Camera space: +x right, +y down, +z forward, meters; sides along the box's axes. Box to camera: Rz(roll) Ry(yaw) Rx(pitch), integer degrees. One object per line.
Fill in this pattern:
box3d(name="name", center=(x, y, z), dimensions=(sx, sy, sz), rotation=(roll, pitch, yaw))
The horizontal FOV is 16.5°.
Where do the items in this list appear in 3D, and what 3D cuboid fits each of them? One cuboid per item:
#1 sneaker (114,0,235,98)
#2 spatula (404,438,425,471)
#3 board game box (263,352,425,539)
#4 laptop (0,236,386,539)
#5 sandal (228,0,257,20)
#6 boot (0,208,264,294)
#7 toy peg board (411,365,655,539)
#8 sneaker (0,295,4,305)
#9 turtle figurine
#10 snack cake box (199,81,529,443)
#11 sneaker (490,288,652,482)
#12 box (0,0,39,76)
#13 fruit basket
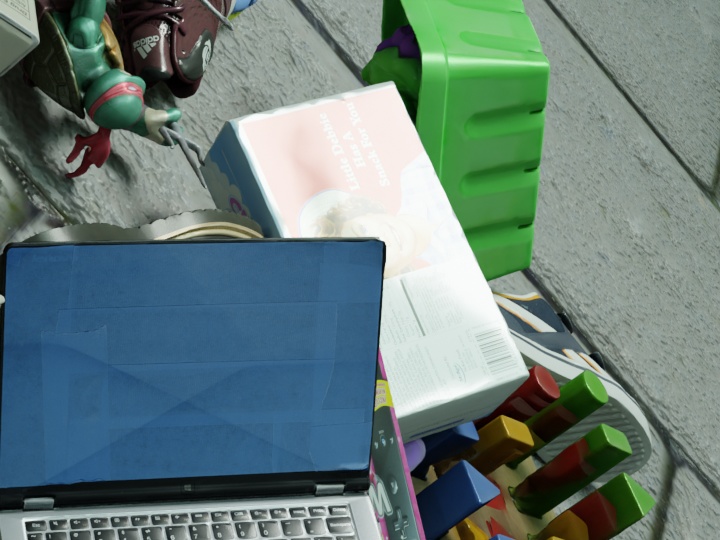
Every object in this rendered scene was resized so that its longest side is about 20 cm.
box3d(name="sneaker", center=(-0.126, -0.178, 1.506), dimensions=(0.200, 0.076, 0.116), rotation=(60, 31, -53))
box3d(name="spatula", center=(-0.044, 0.050, 1.448), dimensions=(0.200, 0.021, 0.057), rotation=(45, 61, 5))
box3d(name="board game box", center=(-0.035, 0.095, 1.295), dimensions=(0.148, 0.064, 0.200), rotation=(-10, 87, -64))
box3d(name="laptop", center=(-0.067, 0.098, 1.142), dimensions=(0.187, 0.116, 0.200), rotation=(-1, 50, -18))
box3d(name="sandal", center=(-0.118, -0.222, 1.628), dimensions=(0.200, 0.087, 0.080), rotation=(15, 42, -57))
box3d(name="boot", center=(-0.103, 0.046, 1.321), dimensions=(0.200, 0.077, 0.138), rotation=(-11, 71, -52))
box3d(name="toy peg board", center=(0.096, 0.134, 1.519), dimensions=(0.199, 0.098, 0.200), rotation=(24, 37, -49))
box3d(name="sneaker", center=(-0.240, -0.040, 1.147), dimensions=(0.200, 0.090, 0.075), rotation=(55, 24, 3))
box3d(name="turtle figurine", center=(-0.150, -0.139, 1.416), dimensions=(0.101, 0.150, 0.200), rotation=(-17, 53, -26))
box3d(name="snack cake box", center=(0.000, 0.000, 1.435), dimensions=(0.115, 0.067, 0.200), rotation=(-16, 73, -27))
box3d(name="sneaker", center=(0.124, 0.068, 1.684), dimensions=(0.200, 0.078, 0.079), rotation=(38, 29, -34))
box3d(name="box", center=(-0.241, -0.190, 1.363), dimensions=(0.095, 0.078, 0.200), rotation=(34, 30, -37))
box3d(name="fruit basket", center=(0.014, -0.078, 1.602), dimensions=(0.216, 0.216, 0.156), rotation=(38, 21, -31))
